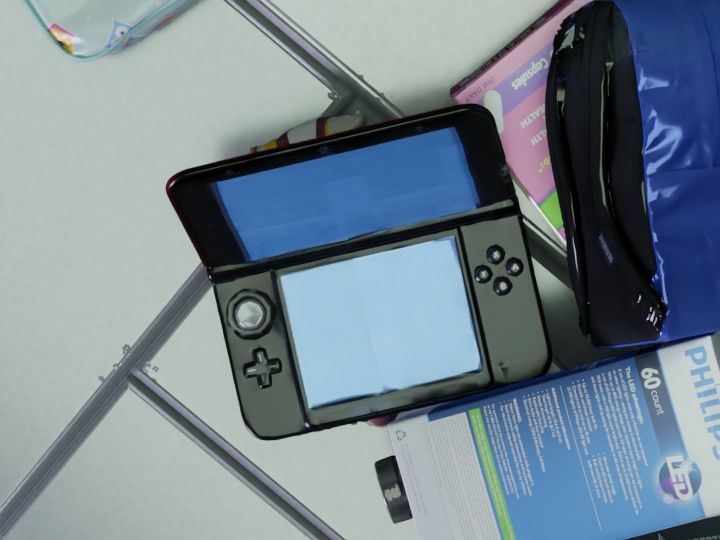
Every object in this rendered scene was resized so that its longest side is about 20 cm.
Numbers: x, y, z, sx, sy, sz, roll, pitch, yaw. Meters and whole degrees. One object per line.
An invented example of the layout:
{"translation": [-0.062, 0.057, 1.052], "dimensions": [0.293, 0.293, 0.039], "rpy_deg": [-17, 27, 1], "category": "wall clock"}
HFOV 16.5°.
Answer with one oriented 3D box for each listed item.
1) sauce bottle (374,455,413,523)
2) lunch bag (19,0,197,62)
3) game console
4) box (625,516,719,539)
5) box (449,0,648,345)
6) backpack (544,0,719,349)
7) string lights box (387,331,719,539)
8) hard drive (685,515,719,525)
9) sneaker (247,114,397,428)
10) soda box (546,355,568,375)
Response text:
{"translation": [0.107, 0.105, 1.532], "dimensions": [0.199, 0.066, 0.066], "rpy_deg": [-16, 96, 2], "category": "sauce bottle"}
{"translation": [-0.142, -0.242, 1.564], "dimensions": [0.200, 0.077, 0.161], "rpy_deg": [-36, 93, 6], "category": "lunch bag"}
{"translation": [0.002, 0.005, 1.496], "dimensions": [0.199, 0.119, 0.173], "rpy_deg": [-13, 90, 7], "category": "game console"}
{"translation": [0.225, 0.223, 1.553], "dimensions": [0.199, 0.051, 0.158], "rpy_deg": [-5, 130, -17], "category": "box"}
{"translation": [0.183, -0.088, 1.560], "dimensions": [0.176, 0.097, 0.200], "rpy_deg": [-38, 95, 6], "category": "box"}
{"translation": [0.194, -0.066, 1.439], "dimensions": [0.167, 0.162, 0.201], "rpy_deg": [-10, 88, -18], "category": "backpack"}
{"translation": [0.127, 0.110, 1.460], "dimensions": [0.199, 0.059, 0.103], "rpy_deg": [-16, 89, 14], "category": "string lights box"}
{"translation": [0.175, 0.198, 1.566], "dimensions": [0.131, 0.027, 0.200], "rpy_deg": [14, 123, -30], "category": "hard drive"}
{"translation": [0.000, 0.000, 1.588], "dimensions": [0.090, 0.075, 0.201], "rpy_deg": [-21, 96, 10], "category": "sneaker"}
{"translation": [0.121, 0.095, 1.598], "dimensions": [0.200, 0.068, 0.063], "rpy_deg": [42, 94, -3], "category": "soda box"}
